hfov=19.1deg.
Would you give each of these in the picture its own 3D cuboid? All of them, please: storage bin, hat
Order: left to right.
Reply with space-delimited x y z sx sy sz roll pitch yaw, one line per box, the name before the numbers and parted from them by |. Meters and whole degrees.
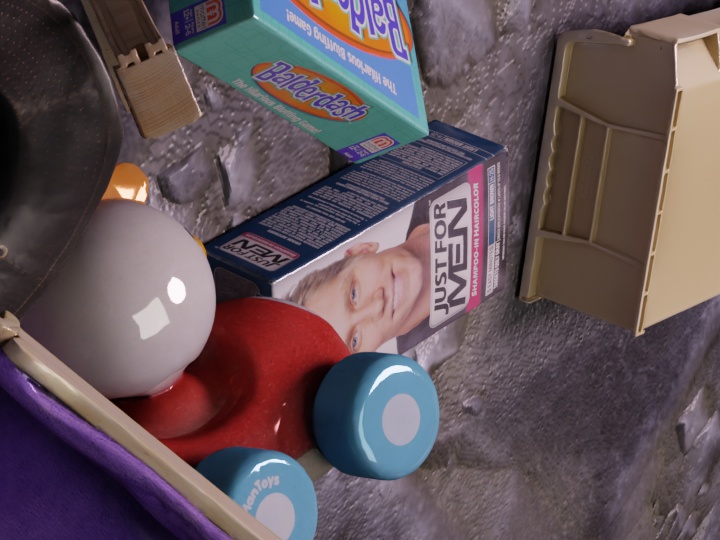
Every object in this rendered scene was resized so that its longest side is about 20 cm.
hat | -0.200 -0.043 0.892 0.201 0.081 0.201 -23 131 -30
storage bin | 0.212 -0.080 1.413 0.200 0.094 0.199 -19 123 -46

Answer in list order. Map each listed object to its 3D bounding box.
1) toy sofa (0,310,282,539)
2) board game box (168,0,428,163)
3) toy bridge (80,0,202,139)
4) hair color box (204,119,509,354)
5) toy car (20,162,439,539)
toy sofa | -0.101 0.110 0.887 0.200 0.098 0.083 40 89 -9
board game box | -0.036 -0.166 0.982 0.152 0.045 0.200 28 48 -55
toy bridge | -0.103 -0.104 0.936 0.027 0.200 0.067 -23 105 -4
hair color box | 0.000 0.000 1.210 0.200 0.061 0.100 -31 131 -39
toy car | -0.095 0.027 1.029 0.177 0.184 0.200 -35 115 -37
